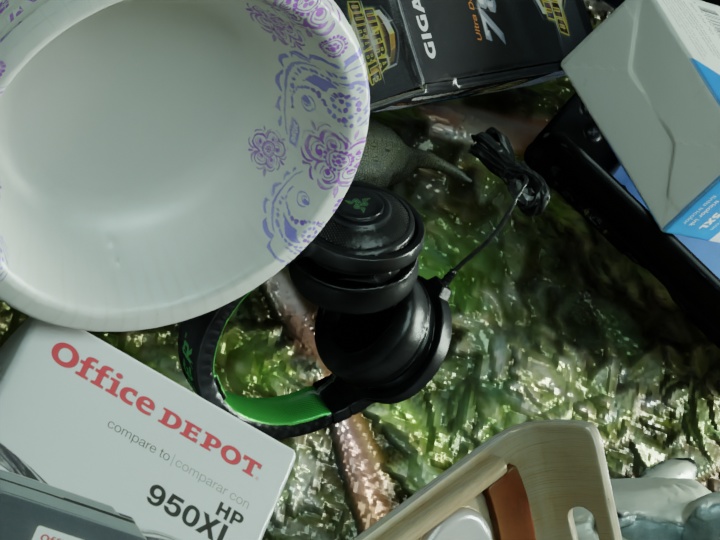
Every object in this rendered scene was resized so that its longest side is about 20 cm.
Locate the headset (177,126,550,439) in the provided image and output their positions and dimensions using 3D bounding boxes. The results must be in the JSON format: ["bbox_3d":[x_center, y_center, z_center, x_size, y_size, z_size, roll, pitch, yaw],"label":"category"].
[{"bbox_3d":[0.000,0.000,1.442,0.199,0.124,0.094,-28,46,-8],"label":"headset"}]

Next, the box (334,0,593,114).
[{"bbox_3d":[0.034,-0.185,1.483,0.198,0.050,0.201,-13,86,-61],"label":"box"}]

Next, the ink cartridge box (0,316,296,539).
[{"bbox_3d":[-0.136,0.140,1.342,0.144,0.084,0.200,31,58,-12],"label":"ink cartridge box"}]

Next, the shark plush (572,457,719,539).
[{"bbox_3d":[0.126,0.151,1.481,0.199,0.091,0.084,-6,101,-33],"label":"shark plush"}]

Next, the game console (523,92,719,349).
[{"bbox_3d":[0.196,-0.032,1.564,0.200,0.116,0.176,44,57,-3],"label":"game console"}]

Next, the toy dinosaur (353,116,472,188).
[{"bbox_3d":[-0.029,-0.050,1.469,0.199,0.102,0.077,14,63,-19],"label":"toy dinosaur"}]

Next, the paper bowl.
[{"bbox_3d":[-0.104,-0.080,1.328,0.200,0.201,0.104,-2,38,-27],"label":"paper bowl"}]

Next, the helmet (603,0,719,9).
[{"bbox_3d":[0.184,-0.226,1.602,0.200,0.190,0.201,5,83,-46],"label":"helmet"}]

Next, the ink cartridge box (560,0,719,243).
[{"bbox_3d":[0.208,-0.071,1.543,0.200,0.067,0.116,10,44,-49],"label":"ink cartridge box"}]

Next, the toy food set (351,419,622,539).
[{"bbox_3d":[0.051,0.178,1.387,0.200,0.060,0.144,-33,123,-34],"label":"toy food set"}]
